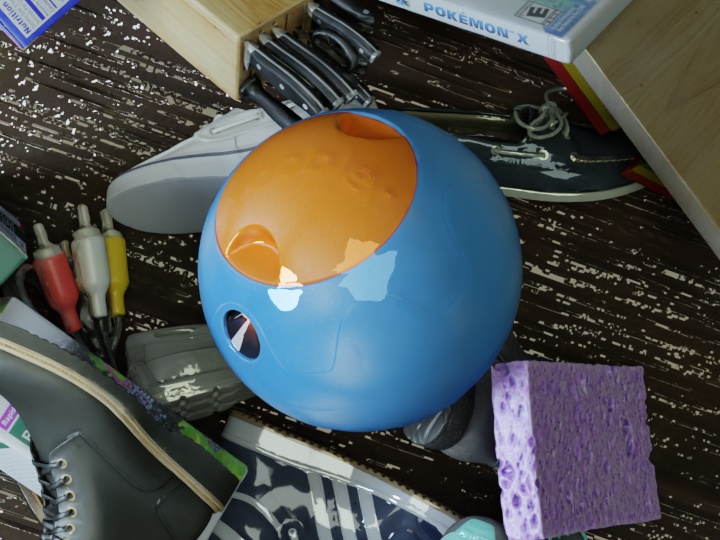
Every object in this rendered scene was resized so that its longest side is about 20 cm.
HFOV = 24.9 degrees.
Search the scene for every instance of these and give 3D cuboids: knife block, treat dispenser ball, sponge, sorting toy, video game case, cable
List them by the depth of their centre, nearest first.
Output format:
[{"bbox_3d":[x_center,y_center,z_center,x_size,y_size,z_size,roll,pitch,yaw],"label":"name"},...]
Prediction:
[{"bbox_3d":[0.000,0.000,1.009,0.201,0.201,0.201,0,89,-4],"label":"treat dispenser ball"},{"bbox_3d":[0.115,-0.223,1.082,0.182,0.022,0.200,24,54,30],"label":"video game case"},{"bbox_3d":[0.146,0.118,1.084,0.030,0.200,0.112,-9,82,30],"label":"sponge"},{"bbox_3d":[-0.087,-0.161,1.091,0.200,0.064,0.176,3,53,-5],"label":"knife block"},{"bbox_3d":[-0.178,0.056,1.115,0.097,0.050,0.200,-17,84,-49],"label":"cable"},{"bbox_3d":[0.239,-0.131,1.120,0.200,0.070,0.199,-43,100,-29],"label":"sorting toy"}]

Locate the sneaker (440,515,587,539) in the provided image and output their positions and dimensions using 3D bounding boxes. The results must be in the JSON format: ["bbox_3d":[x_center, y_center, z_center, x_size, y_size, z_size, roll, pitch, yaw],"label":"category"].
[{"bbox_3d":[0.110,0.192,1.096,0.078,0.200,0.091,20,72,28],"label":"sneaker"}]

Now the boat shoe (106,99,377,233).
[{"bbox_3d":[-0.081,-0.082,1.133,0.200,0.072,0.066,-16,56,10],"label":"boat shoe"}]

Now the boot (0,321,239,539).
[{"bbox_3d":[-0.179,0.131,0.963,0.200,0.077,0.138,39,72,-23],"label":"boot"}]

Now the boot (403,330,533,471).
[{"bbox_3d":[0.098,0.055,1.141,0.132,0.070,0.200,25,61,-31],"label":"boot"}]

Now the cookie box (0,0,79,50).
[{"bbox_3d":[-0.201,-0.265,1.076,0.200,0.075,0.171,-42,47,-4],"label":"cookie box"}]

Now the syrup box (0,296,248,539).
[{"bbox_3d":[-0.181,0.107,1.053,0.200,0.081,0.079,40,65,-22],"label":"syrup box"}]

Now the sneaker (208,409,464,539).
[{"bbox_3d":[-0.020,0.184,1.127,0.200,0.070,0.109,24,82,3],"label":"sneaker"}]

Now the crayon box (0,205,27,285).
[{"bbox_3d":[-0.293,0.026,1.044,0.058,0.200,0.173,44,87,-13],"label":"crayon box"}]

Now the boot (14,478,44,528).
[{"bbox_3d":[-0.203,0.133,1.119,0.075,0.074,0.200,-33,89,-14],"label":"boot"}]

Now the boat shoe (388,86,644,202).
[{"bbox_3d":[0.115,-0.090,1.141,0.200,0.075,0.062,1,118,3],"label":"boat shoe"}]

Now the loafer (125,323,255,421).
[{"bbox_3d":[-0.064,0.050,1.125,0.200,0.070,0.070,-11,64,-20],"label":"loafer"}]
